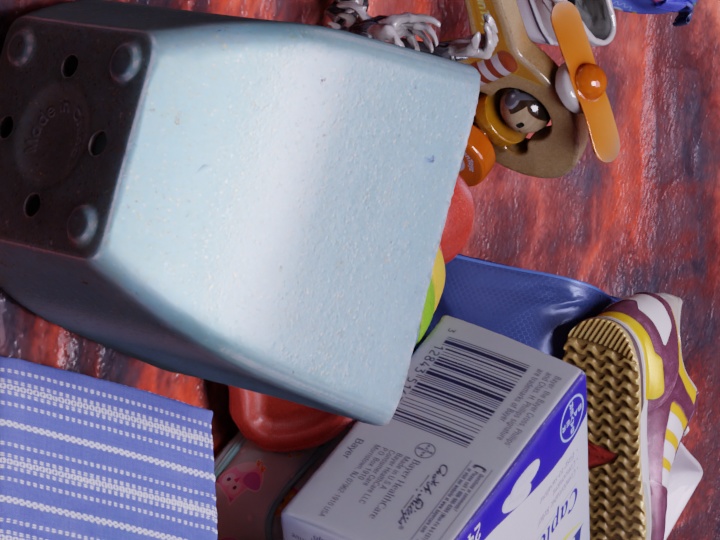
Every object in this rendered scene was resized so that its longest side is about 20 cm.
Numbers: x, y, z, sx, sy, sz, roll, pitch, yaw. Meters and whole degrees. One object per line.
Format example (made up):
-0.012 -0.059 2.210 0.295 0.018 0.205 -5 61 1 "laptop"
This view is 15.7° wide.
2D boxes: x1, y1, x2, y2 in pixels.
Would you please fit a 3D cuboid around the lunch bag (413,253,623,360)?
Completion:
0.096 0.068 1.691 0.200 0.135 0.133 18 85 -67 "lunch bag"

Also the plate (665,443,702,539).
0.157 0.196 1.757 0.200 0.032 0.200 -58 159 -5 "plate"

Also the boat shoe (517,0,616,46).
0.122 -0.225 1.716 0.072 0.066 0.200 -51 139 -33 "boat shoe"

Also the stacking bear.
0.000 0.000 1.563 0.200 0.113 0.122 -49 122 -44 "stacking bear"

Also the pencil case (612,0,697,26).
0.209 -0.274 1.811 0.078 0.087 0.201 3 97 -48 "pencil case"

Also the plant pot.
-0.091 -0.048 1.357 0.200 0.195 0.197 19 85 -46 "plant pot"

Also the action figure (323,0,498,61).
0.020 -0.147 1.559 0.119 0.102 0.201 -24 119 -64 "action figure"

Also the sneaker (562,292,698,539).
0.175 0.112 1.626 0.090 0.075 0.201 -24 124 -45 "sneaker"

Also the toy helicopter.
0.098 -0.138 1.647 0.079 0.132 0.200 -51 138 -34 "toy helicopter"

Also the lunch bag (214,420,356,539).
-0.018 0.165 1.625 0.161 0.077 0.200 -52 139 -35 "lunch bag"

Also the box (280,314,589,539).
0.051 0.167 1.537 0.184 0.105 0.200 -49 147 -36 "box"

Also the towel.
-0.137 0.152 1.382 0.144 0.024 0.201 18 56 -34 "towel"
